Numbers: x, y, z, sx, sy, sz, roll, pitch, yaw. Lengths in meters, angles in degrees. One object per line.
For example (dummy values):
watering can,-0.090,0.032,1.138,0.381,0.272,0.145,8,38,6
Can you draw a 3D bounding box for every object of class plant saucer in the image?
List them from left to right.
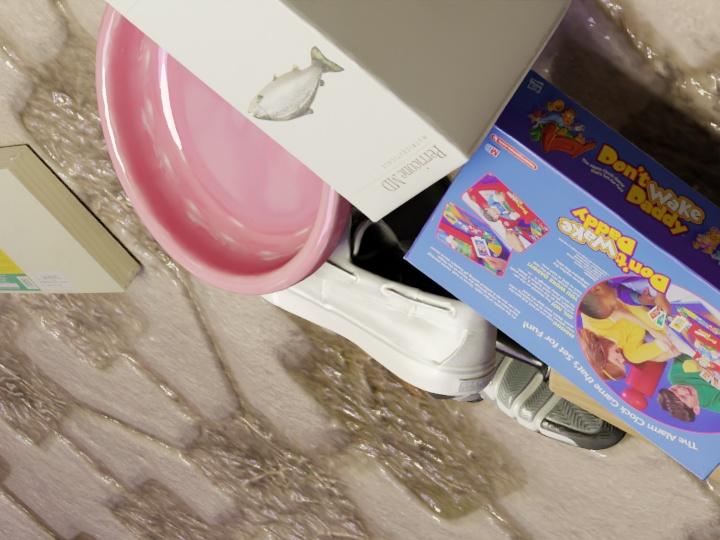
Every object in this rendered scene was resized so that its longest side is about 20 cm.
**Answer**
plant saucer,-0.068,-0.088,1.345,0.200,0.051,0.202,22,121,40

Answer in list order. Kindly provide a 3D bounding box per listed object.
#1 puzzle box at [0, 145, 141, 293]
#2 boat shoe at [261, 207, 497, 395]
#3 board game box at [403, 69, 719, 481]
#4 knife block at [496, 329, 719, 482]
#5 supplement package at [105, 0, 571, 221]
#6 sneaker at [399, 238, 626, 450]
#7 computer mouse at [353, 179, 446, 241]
puzzle box,-0.263,-0.036,1.800,0.199,0.025,0.133,0,138,52
boat shoe,0.000,0.000,1.376,0.200,0.072,0.069,35,124,40
board game box,0.132,0.006,1.231,0.200,0.045,0.135,37,144,3
knife block,0.151,0.049,1.386,0.175,0.064,0.200,0,138,53
supplement package,-0.017,-0.141,1.187,0.200,0.118,0.117,39,153,-10
sneaker,0.090,0.059,1.486,0.200,0.075,0.116,35,163,25
computer mouse,-0.036,-0.045,1.469,0.199,0.046,0.141,25,153,20
